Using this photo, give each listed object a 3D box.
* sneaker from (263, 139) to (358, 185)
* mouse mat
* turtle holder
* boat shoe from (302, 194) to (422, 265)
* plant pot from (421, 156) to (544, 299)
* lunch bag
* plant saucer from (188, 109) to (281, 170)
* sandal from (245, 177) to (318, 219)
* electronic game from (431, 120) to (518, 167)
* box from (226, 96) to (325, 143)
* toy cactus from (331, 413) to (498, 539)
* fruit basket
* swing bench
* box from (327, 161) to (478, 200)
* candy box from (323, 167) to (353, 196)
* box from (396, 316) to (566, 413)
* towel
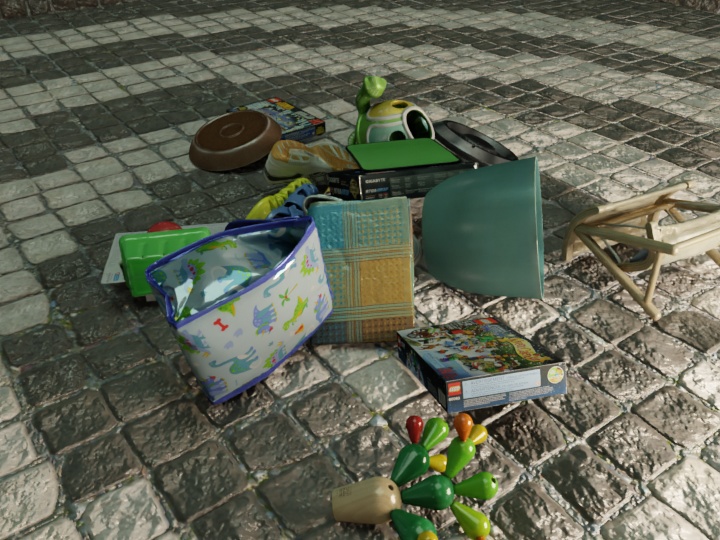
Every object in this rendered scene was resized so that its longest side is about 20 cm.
[{"bbox_3d":[-0.091,-0.189,1.288,0.200,0.088,0.076,6,48,-33],"label":"sneaker"},{"bbox_3d":[0.065,-0.193,1.129,0.160,0.008,0.200,-7,23,-7],"label":"mouse mat"},{"bbox_3d":[0.066,-0.270,1.297,0.141,0.186,0.132,-5,-7,-36],"label":"turtle holder"},{"bbox_3d":[-0.003,-0.060,1.039,0.200,0.072,0.070,24,81,15],"label":"boat shoe"},{"bbox_3d":[0.178,-0.057,0.988,0.161,0.201,0.201,-2,32,17],"label":"plant pot"},{"bbox_3d":[-0.130,0.035,0.821,0.200,0.170,0.128,-27,53,-15],"label":"lunch bag"},{"bbox_3d":[-0.263,-0.277,1.413,0.200,0.035,0.201,-8,43,8],"label":"plant saucer"},{"bbox_3d":[-0.119,-0.093,1.157,0.087,0.079,0.200,44,33,-2],"label":"sandal"},{"bbox_3d":[0.226,-0.237,1.336,0.200,0.042,0.200,22,25,-11],"label":"electronic game"},{"bbox_3d":[-0.189,-0.329,1.523,0.137,0.040,0.200,-24,41,-32],"label":"box"},{"bbox_3d":[0.054,0.220,0.672,0.165,0.102,0.200,-9,42,5],"label":"toy cactus"},{"bbox_3d":[-0.292,-0.026,1.053,0.185,0.094,0.200,-7,19,-11],"label":"fruit basket"},{"bbox_3d":[0.449,-0.050,1.028,0.198,0.130,0.200,-17,37,-22],"label":"swing bench"},{"bbox_3d":[0.065,-0.145,1.100,0.199,0.046,0.159,-9,13,-18],"label":"box"},{"bbox_3d":[-0.006,-0.107,1.179,0.116,0.057,0.200,8,34,12],"label":"candy box"},{"bbox_3d":[0.134,0.105,0.812,0.136,0.038,0.200,-8,12,-11],"label":"box"},{"bbox_3d":[0.000,0.000,0.933,0.146,0.022,0.201,-2,77,3],"label":"towel"}]
